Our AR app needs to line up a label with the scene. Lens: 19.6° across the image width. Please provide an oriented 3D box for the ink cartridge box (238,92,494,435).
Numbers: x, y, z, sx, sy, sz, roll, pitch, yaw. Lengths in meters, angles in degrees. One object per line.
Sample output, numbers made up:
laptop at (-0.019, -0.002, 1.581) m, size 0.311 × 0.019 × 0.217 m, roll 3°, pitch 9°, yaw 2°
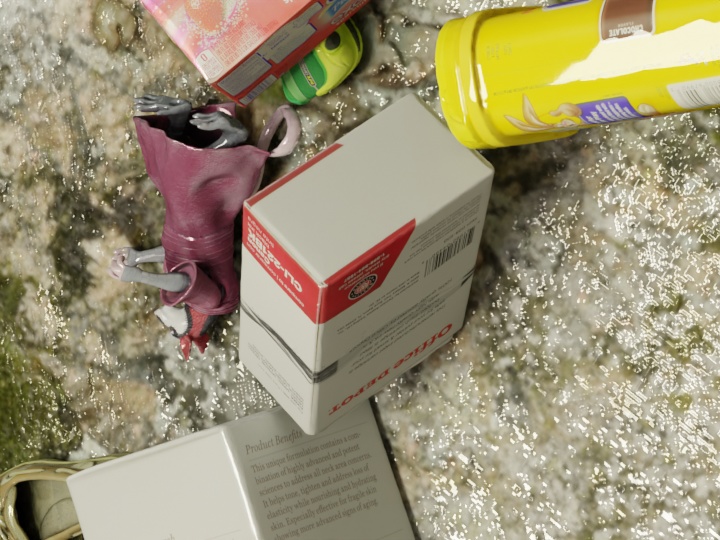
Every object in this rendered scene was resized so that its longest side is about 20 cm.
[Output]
ink cartridge box at (0.000, 0.000, 1.367) m, size 0.084 × 0.144 × 0.200 m, roll 46°, pitch 155°, yaw 22°

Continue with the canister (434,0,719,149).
canister at (0.169, -0.132, 1.279) m, size 0.200 × 0.148 × 0.087 m, roll -7°, pitch 93°, yaw 33°

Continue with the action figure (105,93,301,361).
action figure at (-0.117, -0.031, 1.546) m, size 0.149 × 0.134 × 0.200 m, roll -6°, pitch 111°, yaw -6°

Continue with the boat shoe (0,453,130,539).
boat shoe at (-0.255, 0.191, 1.676) m, size 0.201 × 0.063 × 0.073 m, roll -11°, pitch 91°, yaw 36°

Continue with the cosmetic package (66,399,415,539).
cosmetic package at (-0.073, 0.207, 1.488) m, size 0.166 × 0.167 × 0.200 m, roll -22°, pitch 84°, yaw 37°

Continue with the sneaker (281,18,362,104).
sneaker at (-0.085, -0.200, 1.489) m, size 0.084 × 0.074 × 0.200 m, roll -47°, pitch 71°, yaw 26°

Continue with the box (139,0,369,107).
box at (-0.043, -0.213, 1.389) m, size 0.200 × 0.103 × 0.095 m, roll -40°, pitch 81°, yaw 5°
